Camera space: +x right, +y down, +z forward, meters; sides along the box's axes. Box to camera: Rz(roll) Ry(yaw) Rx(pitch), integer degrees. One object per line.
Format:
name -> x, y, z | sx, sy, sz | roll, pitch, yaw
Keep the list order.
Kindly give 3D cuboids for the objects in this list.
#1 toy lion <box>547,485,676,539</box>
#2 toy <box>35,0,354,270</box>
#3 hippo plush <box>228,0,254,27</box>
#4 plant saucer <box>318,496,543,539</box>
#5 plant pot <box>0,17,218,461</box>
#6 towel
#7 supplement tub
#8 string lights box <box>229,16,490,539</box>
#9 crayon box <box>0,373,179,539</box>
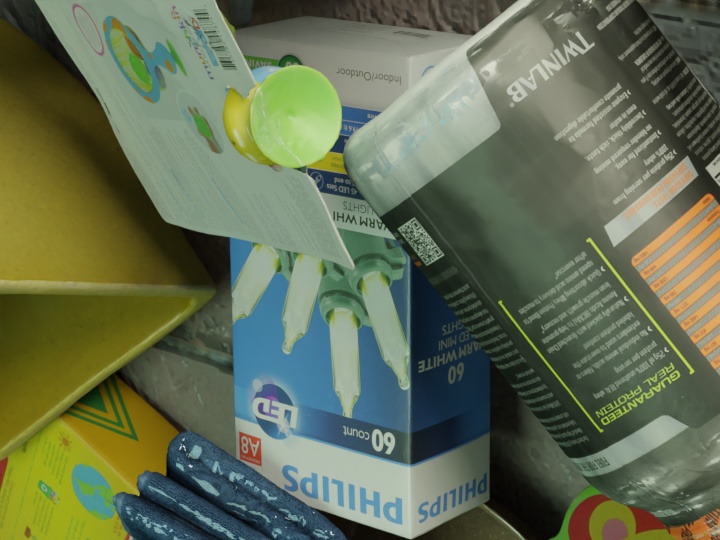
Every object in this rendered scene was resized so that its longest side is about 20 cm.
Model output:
toy lion -> 0.139, 0.184, 0.826 | 0.200, 0.069, 0.192 | 39, 104, 29
toy -> -0.056, -0.068, 0.812 | 0.116, 0.047, 0.200 | 62, 164, -18
hippo plush -> -0.056, -0.206, 0.791 | 0.159, 0.200, 0.162 | -14, 77, 34
plant saucer -> 0.044, 0.172, 0.970 | 0.200, 0.037, 0.201 | 22, 125, 34
plant pot -> -0.225, -0.028, 0.976 | 0.195, 0.194, 0.201 | -35, 70, 29
towel -> -0.050, 0.162, 0.947 | 0.111, 0.049, 0.201 | 29, 148, 21
supplement tub -> 0.097, -0.002, 0.753 | 0.200, 0.122, 0.122 | 52, 137, -3
string lights box -> 0.000, 0.000, 0.875 | 0.102, 0.059, 0.201 | 11, 109, 38
crayon box -> -0.154, 0.111, 1.106 | 0.200, 0.051, 0.127 | 40, 134, 20
